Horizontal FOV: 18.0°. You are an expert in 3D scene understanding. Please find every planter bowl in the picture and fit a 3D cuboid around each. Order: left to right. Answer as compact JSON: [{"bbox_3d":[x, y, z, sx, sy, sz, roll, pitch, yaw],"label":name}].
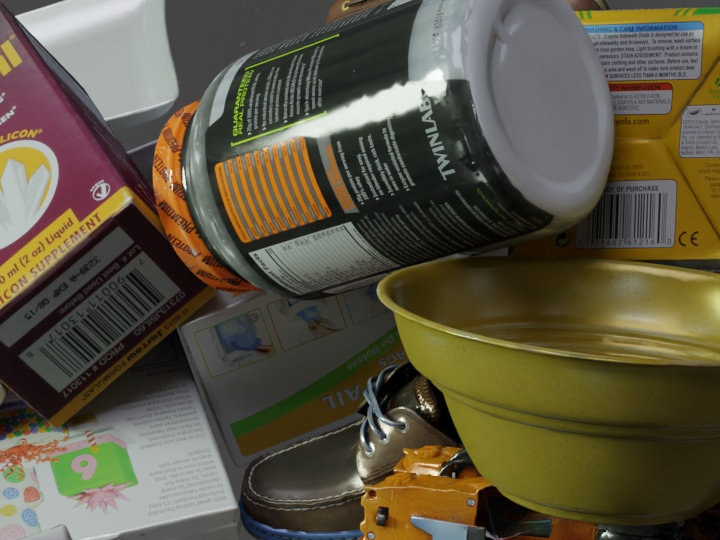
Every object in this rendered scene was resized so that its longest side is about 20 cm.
[{"bbox_3d":[0.103,0.053,0.939,0.199,0.084,0.200,4,12,-1],"label":"planter bowl"}]

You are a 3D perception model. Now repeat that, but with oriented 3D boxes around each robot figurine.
[{"bbox_3d":[0.105,0.116,1.003,0.198,0.059,0.145,7,8,12],"label":"robot figurine"}]

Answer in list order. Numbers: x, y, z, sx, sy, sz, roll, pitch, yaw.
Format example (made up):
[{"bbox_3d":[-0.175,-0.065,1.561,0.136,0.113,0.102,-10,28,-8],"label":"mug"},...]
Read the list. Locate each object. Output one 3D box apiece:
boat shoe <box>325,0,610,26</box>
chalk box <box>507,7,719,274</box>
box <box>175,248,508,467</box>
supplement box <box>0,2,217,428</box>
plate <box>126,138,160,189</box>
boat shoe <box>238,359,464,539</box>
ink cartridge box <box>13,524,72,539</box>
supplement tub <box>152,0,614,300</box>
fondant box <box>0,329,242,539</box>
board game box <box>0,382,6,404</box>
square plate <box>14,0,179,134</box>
[{"bbox_3d":[0.062,-0.149,1.379,0.199,0.072,0.068,10,51,40],"label":"boat shoe"},{"bbox_3d":[0.173,-0.050,1.127,0.124,0.200,0.125,1,84,30],"label":"chalk box"},{"bbox_3d":[0.000,0.000,1.191,0.199,0.102,0.113,-22,38,-4],"label":"box"},{"bbox_3d":[-0.170,-0.033,1.153,0.110,0.086,0.200,-39,45,1],"label":"supplement box"},{"bbox_3d":[-0.059,-0.077,1.279,0.199,0.033,0.199,-19,3,32],"label":"plate"},{"bbox_3d":[0.031,0.080,1.104,0.199,0.073,0.072,-14,35,4],"label":"boat shoe"},{"bbox_3d":[-0.140,0.184,0.965,0.044,0.177,0.201,-17,38,2],"label":"ink cartridge box"},{"bbox_3d":[0.006,-0.057,1.047,0.199,0.123,0.123,-15,33,38],"label":"supplement tub"},{"bbox_3d":[-0.152,0.086,1.151,0.143,0.059,0.200,-11,40,-12],"label":"fondant box"},{"bbox_3d":[-0.300,0.058,1.162,0.199,0.026,0.200,-33,43,-6],"label":"board game box"},{"bbox_3d":[-0.213,-0.117,1.467,0.197,0.029,0.200,-17,31,2],"label":"square plate"}]
